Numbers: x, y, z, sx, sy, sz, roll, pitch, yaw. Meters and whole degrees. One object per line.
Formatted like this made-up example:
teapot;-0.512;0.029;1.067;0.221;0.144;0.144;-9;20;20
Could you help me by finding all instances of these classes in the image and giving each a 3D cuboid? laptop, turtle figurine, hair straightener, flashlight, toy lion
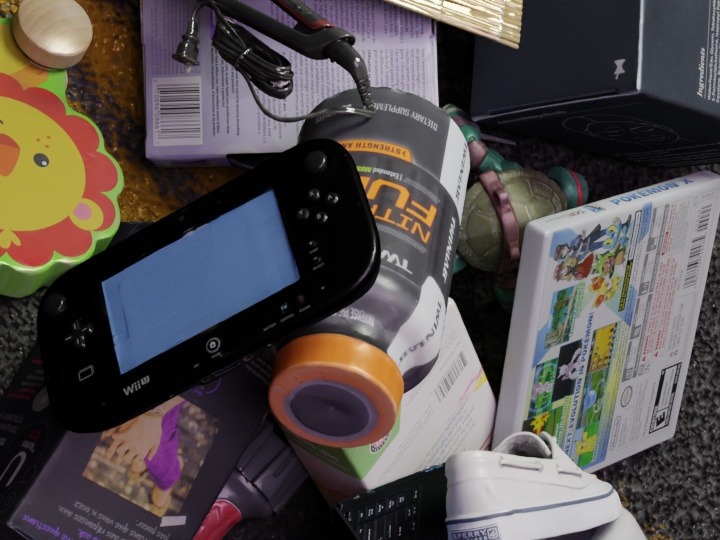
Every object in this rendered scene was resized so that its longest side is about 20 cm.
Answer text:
laptop;0.033;0.223;1.028;0.199;0.103;0.179;-12;110;-51
turtle figurine;0.077;-0.037;1.176;0.198;0.101;0.151;-16;93;-20
hair straightener;-0.071;-0.139;1.038;0.200;0.041;0.077;40;90;21
flashlight;-0.108;0.181;1.084;0.200;0.068;0.068;-47;134;-22
toy lion;-0.229;-0.079;1.000;0.198;0.069;0.193;14;52;-24

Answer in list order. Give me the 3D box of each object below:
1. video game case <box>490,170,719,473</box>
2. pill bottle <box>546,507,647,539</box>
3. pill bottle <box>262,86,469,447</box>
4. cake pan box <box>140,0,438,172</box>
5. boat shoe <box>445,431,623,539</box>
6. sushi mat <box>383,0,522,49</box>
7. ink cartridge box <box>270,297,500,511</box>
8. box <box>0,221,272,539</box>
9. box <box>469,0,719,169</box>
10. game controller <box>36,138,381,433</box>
video game case;0.161;0.044;1.175;0.181;0.022;0.202;-16;123;-40
pill bottle;0.177;0.265;1.189;0.110;0.111;0.201;-35;101;-23
pill bottle;0.000;0.000;1.002;0.106;0.106;0.201;30;45;-21
cake pan box;-0.044;-0.159;1.109;0.182;0.052;0.202;-3;86;3
boat shoe;0.108;0.131;1.098;0.200;0.073;0.066;8;70;-67
sushi mat;0.017;-0.207;1.069;0.198;0.012;0.097;17;78;-21
ink cartridge box;0.026;0.103;1.123;0.117;0.067;0.201;-52;145;-20
box;-0.134;0.081;1.042;0.106;0.122;0.201;40;71;-26
box;0.193;-0.140;1.182;0.199;0.148;0.108;10;81;-41
game controller;-0.081;0.009;0.935;0.199;0.105;0.042;-28;134;12
